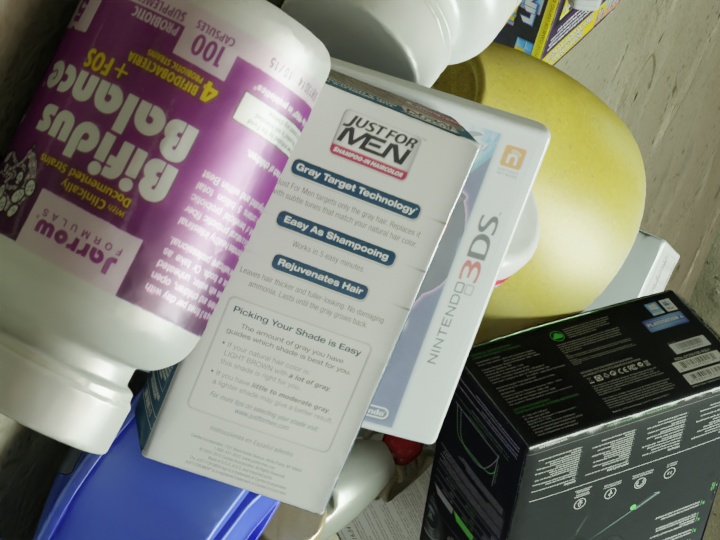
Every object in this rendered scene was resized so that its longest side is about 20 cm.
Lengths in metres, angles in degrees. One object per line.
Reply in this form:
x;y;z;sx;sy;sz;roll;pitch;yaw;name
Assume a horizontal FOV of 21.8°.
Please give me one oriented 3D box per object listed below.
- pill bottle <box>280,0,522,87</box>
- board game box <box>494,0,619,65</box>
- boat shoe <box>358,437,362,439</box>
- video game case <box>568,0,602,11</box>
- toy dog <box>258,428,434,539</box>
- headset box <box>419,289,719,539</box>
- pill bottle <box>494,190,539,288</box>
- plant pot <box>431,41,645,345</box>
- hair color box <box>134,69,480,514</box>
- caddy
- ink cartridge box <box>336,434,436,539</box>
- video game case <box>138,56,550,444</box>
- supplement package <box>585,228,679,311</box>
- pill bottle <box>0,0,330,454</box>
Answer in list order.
0.042;-0.180;1.034;0.201;0.114;0.115;-54;161;-31;pill bottle
0.165;-0.253;1.425;0.200;0.056;0.167;-43;155;-53;board game box
-0.053;0.152;1.326;0.071;0.069;0.202;-9;131;-26;boat shoe
0.137;-0.288;1.138;0.201;0.022;0.183;-103;-159;-51;video game case
-0.022;0.109;1.186;0.199;0.096;0.132;-33;164;-45;toy dog
0.139;0.134;1.202;0.172;0.093;0.202;-15;133;-25;headset box
0.000;0.000;1.075;0.200;0.111;0.111;-39;-178;37;pill bottle
0.065;-0.069;1.194;0.201;0.199;0.142;-60;139;-14;plant pot
-0.029;0.006;0.911;0.061;0.099;0.202;-121;-127;-69;hair color box
-0.110;0.119;1.015;0.200;0.104;0.142;-52;167;-40;caddy
0.033;0.140;1.356;0.076;0.198;0.137;-48;120;-43;ink cartridge box
-0.024;-0.016;0.954;0.023;0.198;0.184;-112;-140;-67;video game case
0.110;0.012;1.383;0.157;0.198;0.111;-65;164;2;supplement package
-0.102;-0.029;0.806;0.202;0.111;0.112;-64;164;-3;pill bottle
